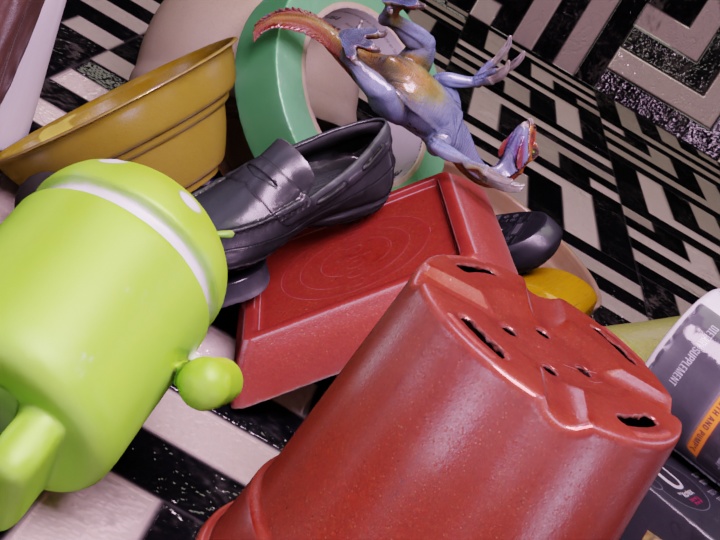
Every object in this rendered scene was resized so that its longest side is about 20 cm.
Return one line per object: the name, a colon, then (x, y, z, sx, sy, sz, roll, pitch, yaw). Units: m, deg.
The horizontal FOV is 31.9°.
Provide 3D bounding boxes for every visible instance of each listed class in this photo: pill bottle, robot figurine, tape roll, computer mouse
pill bottle: (0.277, 0.109, 0.794, 0.200, 0.106, 0.106, 38, 21, 23)
robot figurine: (-0.142, 0.026, 0.623, 0.175, 0.116, 0.200, 31, 51, 2)
tape roll: (-0.010, -0.132, 0.991, 0.200, 0.048, 0.201, 18, 66, -46)
computer mouse: (0.059, -0.010, 0.921, 0.059, 0.199, 0.034, -49, 123, -41)

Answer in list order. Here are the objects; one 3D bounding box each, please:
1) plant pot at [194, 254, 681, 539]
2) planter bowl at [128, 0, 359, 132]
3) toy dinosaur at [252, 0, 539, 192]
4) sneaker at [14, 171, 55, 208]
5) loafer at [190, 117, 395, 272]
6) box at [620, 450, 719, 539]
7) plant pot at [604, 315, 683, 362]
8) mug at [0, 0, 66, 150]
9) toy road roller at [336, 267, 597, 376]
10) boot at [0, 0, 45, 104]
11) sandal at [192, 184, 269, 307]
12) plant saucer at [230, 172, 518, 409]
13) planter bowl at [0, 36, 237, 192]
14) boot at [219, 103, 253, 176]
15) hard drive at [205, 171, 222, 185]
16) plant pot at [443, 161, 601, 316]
plant pot: (0.047, 0.112, 0.634, 0.200, 0.196, 0.201, 27, 20, -11)
planter bowl: (-0.090, -0.202, 1.087, 0.199, 0.135, 0.200, 11, 0, 0)
toy dinosaur: (0.053, -0.130, 0.920, 0.200, 0.105, 0.182, 22, -22, 35)
sneaker: (-0.194, -0.006, 0.757, 0.091, 0.076, 0.200, 13, 25, -29)
loafer: (-0.058, -0.055, 0.839, 0.200, 0.071, 0.068, -23, 46, -35)
box: (0.227, 0.211, 0.787, 0.200, 0.106, 0.122, 41, 20, 26)
plant pot: (0.246, 0.111, 0.968, 0.184, 0.201, 0.200, 4, 31, -31)
mug: (-0.298, -0.190, 0.920, 0.149, 0.153, 0.186, 38, 21, 17)
toy road roller: (0.080, 0.047, 0.909, 0.200, 0.146, 0.123, 36, 20, 13)
boot: (-0.251, -0.126, 0.763, 0.064, 0.200, 0.186, 29, 20, -5)
sandal: (-0.118, -0.024, 0.901, 0.076, 0.043, 0.200, -20, 27, -9)
plant saucer: (0.000, 0.000, 0.863, 0.200, 0.199, 0.037, -97, 164, -66)
planter bowl: (-0.161, -0.088, 0.914, 0.084, 0.200, 0.200, 64, 14, -15)
boot: (-0.042, -0.090, 1.097, 0.200, 0.074, 0.155, 39, 21, -15)
hard drive: (-0.108, -0.087, 1.133, 0.200, 0.025, 0.132, 28, 20, -9)
plant pot: (0.113, -0.003, 1.138, 0.201, 0.093, 0.201, 33, 19, -13)
